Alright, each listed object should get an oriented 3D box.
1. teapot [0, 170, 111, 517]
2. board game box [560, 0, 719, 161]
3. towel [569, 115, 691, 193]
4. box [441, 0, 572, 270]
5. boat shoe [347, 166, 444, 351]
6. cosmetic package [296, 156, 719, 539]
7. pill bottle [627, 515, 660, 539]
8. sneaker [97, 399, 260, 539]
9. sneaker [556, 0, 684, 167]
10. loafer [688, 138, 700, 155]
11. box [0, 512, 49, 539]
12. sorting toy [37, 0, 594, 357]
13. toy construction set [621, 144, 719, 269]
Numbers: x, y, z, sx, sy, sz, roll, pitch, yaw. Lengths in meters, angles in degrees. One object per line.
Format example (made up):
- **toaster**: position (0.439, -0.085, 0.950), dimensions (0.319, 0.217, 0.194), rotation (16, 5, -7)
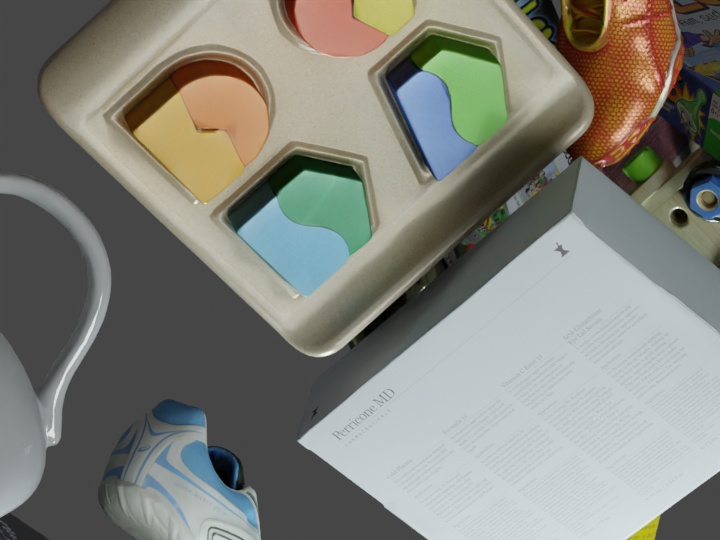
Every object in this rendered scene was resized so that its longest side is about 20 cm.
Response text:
- **teapot**: position (-0.230, 0.047, 1.248), dimensions (0.200, 0.197, 0.146), rotation (-25, 101, -52)
- **board game box**: position (0.219, -0.117, 1.502), dimensions (0.200, 0.135, 0.035), rotation (-15, 129, -32)
- **towel**: position (0.185, -0.013, 1.557), dimensions (0.144, 0.023, 0.200), rotation (-44, 121, -38)
- **box**: position (0.051, -0.088, 1.460), dimensions (0.110, 0.035, 0.200), rotation (-38, 139, -9)
- **boat shoe**: position (0.000, 0.000, 1.458), dimensions (0.065, 0.073, 0.200), rotation (-39, 135, -7)
- **cosmetic package**: position (0.091, 0.058, 1.421), dimensions (0.151, 0.052, 0.200), rotation (37, 125, -18)
- **pill bottle**: position (0.115, 0.090, 1.589), dimensions (0.104, 0.104, 0.200), rotation (4, 102, -42)
- **sneaker**: position (-0.073, 0.138, 1.514), dimensions (0.073, 0.072, 0.200), rotation (-55, 149, -22)
- **sneaker**: position (0.114, -0.149, 1.416), dimensions (0.077, 0.073, 0.200), rotation (10, 87, -43)
- **loafer**: position (0.240, -0.040, 1.551), dimensions (0.200, 0.068, 0.076), rotation (42, 60, -39)
- **box**: position (-0.149, 0.216, 1.408), dimensions (0.124, 0.200, 0.197), rotation (-46, 140, -1)
- **sorting toy**: position (-0.016, -0.076, 1.347), dimensions (0.185, 0.036, 0.200), rotation (-42, 118, 6)
- **toy construction set**: position (0.165, 0.013, 1.463), dimensions (0.200, 0.092, 0.131), rotation (38, 124, -15)
